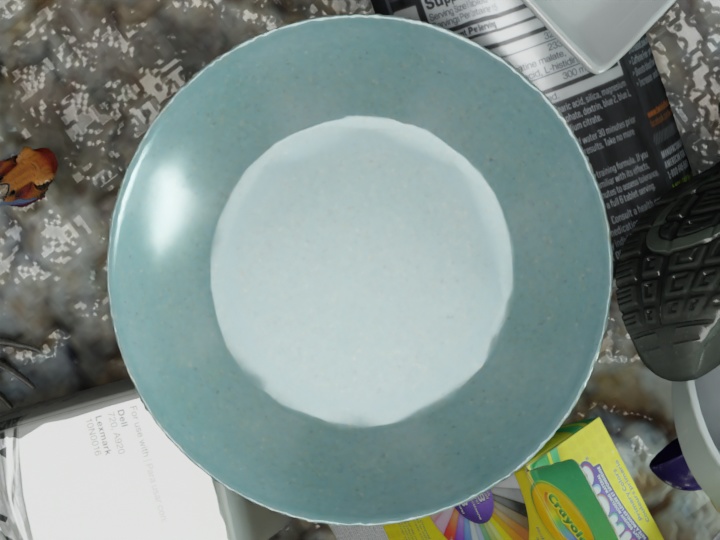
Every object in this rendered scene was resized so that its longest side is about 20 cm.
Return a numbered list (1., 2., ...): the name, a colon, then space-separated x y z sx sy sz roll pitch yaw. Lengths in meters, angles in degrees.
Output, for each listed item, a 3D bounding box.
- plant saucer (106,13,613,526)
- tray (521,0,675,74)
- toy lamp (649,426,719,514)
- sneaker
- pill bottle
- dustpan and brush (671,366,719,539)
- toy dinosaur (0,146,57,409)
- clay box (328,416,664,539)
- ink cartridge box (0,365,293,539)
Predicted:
1. plant saucer: 0.000 0.000 1.107 0.199 0.039 0.203 0 87 2
2. tray: 0.102 -0.162 1.123 0.107 0.200 0.022 46 140 -3
3. toy lamp: 0.199 0.155 1.211 0.058 0.058 0.201 -32 91 11
4. sneaker: 0.171 -0.013 1.125 0.076 0.200 0.091 -5 123 39
5. pill bottle: 0.067 -0.091 1.161 0.106 0.106 0.201 -18 96 10
6. dustpan and brush: 0.169 0.080 1.139 0.139 0.057 0.200 37 60 0
7. toy dinosaur: -0.227 -0.017 1.223 0.181 0.105 0.200 -43 79 -9
8. clay box: 0.072 0.129 1.160 0.047 0.200 0.115 -31 96 -31
9. ink cartridge box: -0.138 0.101 1.195 0.199 0.146 0.085 -15 91 10
